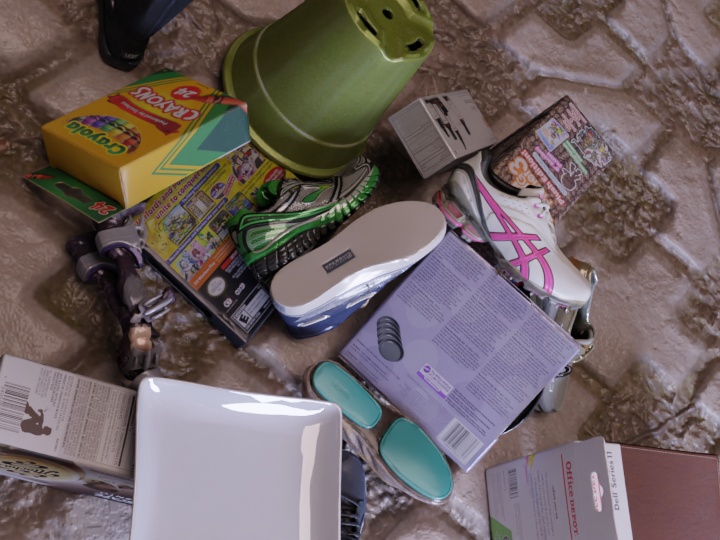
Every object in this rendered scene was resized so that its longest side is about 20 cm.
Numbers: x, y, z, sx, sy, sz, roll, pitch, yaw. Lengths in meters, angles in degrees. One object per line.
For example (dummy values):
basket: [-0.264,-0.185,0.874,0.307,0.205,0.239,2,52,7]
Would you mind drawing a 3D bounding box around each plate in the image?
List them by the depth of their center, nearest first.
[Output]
plate: [-0.109,0.203,0.964,0.199,0.032,0.201,12,66,-29]

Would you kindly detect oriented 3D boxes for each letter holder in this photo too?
letter holder: [0.322,0.286,1.302,0.199,0.100,0.143,10,68,-29]

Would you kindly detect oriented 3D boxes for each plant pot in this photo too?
plant pot: [-0.020,-0.235,1.221,0.199,0.190,0.201,20,54,-30]

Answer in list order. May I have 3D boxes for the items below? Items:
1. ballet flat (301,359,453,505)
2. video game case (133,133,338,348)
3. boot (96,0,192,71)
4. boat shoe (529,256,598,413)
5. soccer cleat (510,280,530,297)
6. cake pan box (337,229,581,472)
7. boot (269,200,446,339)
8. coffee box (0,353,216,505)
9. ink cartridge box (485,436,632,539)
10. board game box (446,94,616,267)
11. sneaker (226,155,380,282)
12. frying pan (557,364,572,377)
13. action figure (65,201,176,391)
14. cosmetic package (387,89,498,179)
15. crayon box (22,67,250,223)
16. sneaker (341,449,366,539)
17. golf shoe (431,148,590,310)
ballet flat: [0.015,0.173,1.167,0.200,0.067,0.068,46,58,2]
video game case: [-0.137,-0.048,1.190,0.181,0.025,0.200,44,55,-10]
boot: [-0.215,-0.323,1.141,0.065,0.200,0.166,-1,72,-32]
boat shoe: [0.236,0.081,1.289,0.075,0.068,0.201,-38,131,-52]
soccer cleat: [0.156,0.088,1.288,0.067,0.076,0.200,38,55,-14]
cake pan box: [0.109,0.087,1.188,0.200,0.052,0.184,41,96,5]
boot: [0.000,0.000,1.172,0.199,0.090,0.073,-25,63,-6]
coffee box: [-0.244,0.150,0.990,0.199,0.113,0.080,20,62,-25]
ink cartridge box: [0.224,0.252,1.189,0.067,0.200,0.118,8,67,-29]
board game box: [0.182,-0.093,1.326,0.097,0.159,0.200,49,53,-5]
sneaker: [-0.057,-0.075,1.187,0.200,0.078,0.085,-38,92,-35]
frying pan: [0.133,0.130,1.235,0.189,0.031,0.115,17,76,7]
action figure: [-0.215,0.038,1.050,0.069,0.130,0.201,-7,64,-34]
cosmetic package: [0.104,-0.166,1.318,0.083,0.051,0.200,60,24,0]
crayon box: [-0.224,-0.130,1.109,0.127,0.051,0.200,27,45,31]
sneaker: [-0.010,0.258,1.075,0.077,0.146,0.203,27,58,-19]
golf shoe: [0.174,-0.041,1.170,0.200,0.092,0.073,41,19,-2]
